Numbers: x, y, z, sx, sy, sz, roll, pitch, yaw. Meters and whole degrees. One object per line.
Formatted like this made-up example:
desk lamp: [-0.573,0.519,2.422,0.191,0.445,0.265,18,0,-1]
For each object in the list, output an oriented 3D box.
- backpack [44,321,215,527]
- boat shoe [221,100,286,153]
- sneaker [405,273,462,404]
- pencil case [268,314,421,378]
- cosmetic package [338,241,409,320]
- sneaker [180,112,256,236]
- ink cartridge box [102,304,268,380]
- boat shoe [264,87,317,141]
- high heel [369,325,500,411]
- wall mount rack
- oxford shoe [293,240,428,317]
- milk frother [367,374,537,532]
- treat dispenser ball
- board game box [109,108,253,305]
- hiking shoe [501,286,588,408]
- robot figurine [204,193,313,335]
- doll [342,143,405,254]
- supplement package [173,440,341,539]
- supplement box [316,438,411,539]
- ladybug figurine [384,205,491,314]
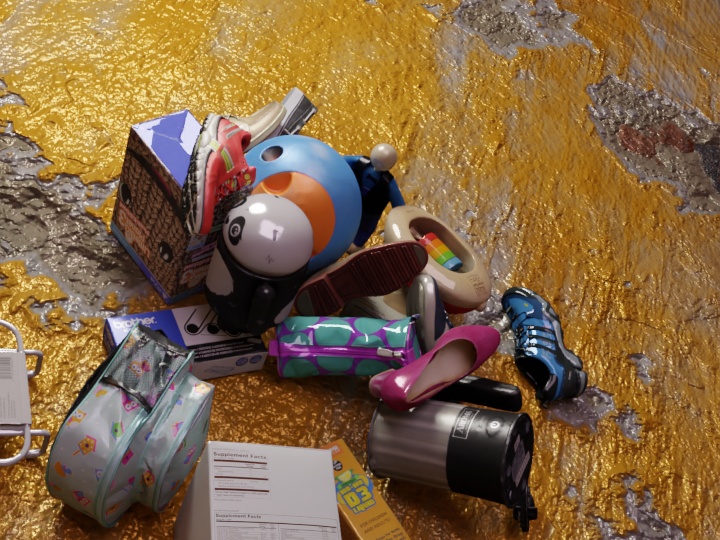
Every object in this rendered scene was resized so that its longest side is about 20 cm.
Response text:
backpack: [-0.262,0.191,1.210,0.152,0.177,0.200,33,51,11]
boat shoe: [-0.200,-0.208,1.622,0.199,0.072,0.065,-39,109,-15]
sneaker: [0.117,0.096,1.465,0.083,0.203,0.075,-12,21,-17]
pencil case: [-0.017,0.103,1.417,0.197,0.087,0.092,-1,3,11]
cosmetic package: [0.052,0.028,1.574,0.104,0.072,0.201,29,45,3]
sneaker: [-0.172,-0.120,1.320,0.084,0.077,0.202,18,46,-14]
ink cartridge box: [-0.231,0.098,1.400,0.197,0.044,0.095,-8,52,-30]
boat shoe: [-0.127,-0.208,1.709,0.068,0.073,0.201,38,49,-15]
high heel: [0.111,0.121,1.332,0.197,0.096,0.068,-16,100,-23]
wall mount rack: [-0.454,0.155,1.232,0.171,0.075,0.202,3,49,-27]
oxford shoe: [0.000,0.000,1.461,0.197,0.071,0.075,-20,19,11]
milk frother: [0.132,0.252,1.377,0.186,0.203,0.180,7,24,27]
treat dispenser ball: [-0.097,-0.093,1.523,0.198,0.202,0.203,13,46,-13]
board game box: [-0.249,-0.086,1.447,0.096,0.201,0.160,-24,62,-38]
hiking shoe: [0.262,0.108,1.595,0.086,0.075,0.201,-11,55,-32]
robot figurine: [-0.135,-0.005,1.364,0.150,0.201,0.124,43,46,19]
doll: [0.013,-0.112,1.591,0.136,0.201,0.048,35,45,11]
supplement package: [-0.114,0.325,1.143,0.145,0.192,0.202,7,48,-19]
supplement box: [-0.004,0.309,1.298,0.066,0.069,0.201,-18,57,-38]
ladybug figurine: [0.105,-0.008,1.521,0.135,0.072,0.200,-13,54,-46]
